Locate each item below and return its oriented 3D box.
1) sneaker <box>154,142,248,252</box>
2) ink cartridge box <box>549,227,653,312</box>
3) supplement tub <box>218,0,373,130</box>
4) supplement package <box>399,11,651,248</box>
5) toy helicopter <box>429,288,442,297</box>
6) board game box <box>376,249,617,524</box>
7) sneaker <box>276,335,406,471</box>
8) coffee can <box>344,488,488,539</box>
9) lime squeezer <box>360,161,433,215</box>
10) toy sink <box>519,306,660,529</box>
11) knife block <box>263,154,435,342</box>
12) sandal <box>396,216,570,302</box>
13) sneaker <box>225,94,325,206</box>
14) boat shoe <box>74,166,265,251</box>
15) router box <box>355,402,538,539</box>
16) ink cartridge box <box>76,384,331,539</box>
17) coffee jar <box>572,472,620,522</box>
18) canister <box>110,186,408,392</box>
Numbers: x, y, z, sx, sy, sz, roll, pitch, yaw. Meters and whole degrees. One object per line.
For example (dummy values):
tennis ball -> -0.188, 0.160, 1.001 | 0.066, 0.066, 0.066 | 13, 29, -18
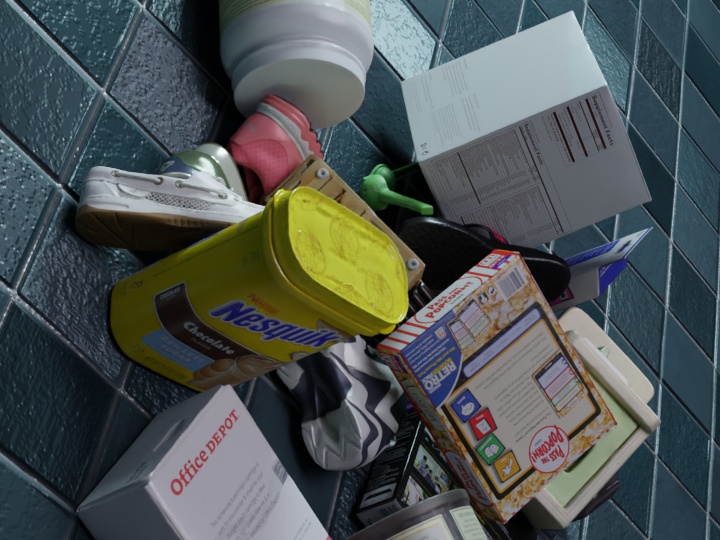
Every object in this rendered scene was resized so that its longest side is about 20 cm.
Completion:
sneaker -> -0.118, -0.012, 1.505 | 0.090, 0.067, 0.200 | -23, 84, -57
ink cartridge box -> 0.214, 0.013, 1.842 | 0.037, 0.200, 0.095 | 61, 34, -7
supplement tub -> -0.062, -0.248, 1.657 | 0.145, 0.145, 0.200 | 28, 49, -44
supplement package -> 0.165, -0.134, 1.794 | 0.191, 0.200, 0.147 | -98, 164, -59
toy helicopter -> 0.084, 0.024, 1.787 | 0.132, 0.079, 0.200 | 48, 25, -12
board game box -> 0.127, 0.106, 1.594 | 0.151, 0.046, 0.200 | -37, 109, -19
sneaker -> -0.014, 0.081, 1.589 | 0.130, 0.079, 0.199 | 4, 60, -62
coffee can -> 0.067, 0.305, 1.463 | 0.146, 0.146, 0.200 | -3, 62, -56
lime squeezer -> 0.035, -0.089, 1.773 | 0.200, 0.071, 0.038 | -84, 157, -74
toy sink -> 0.206, 0.139, 1.721 | 0.200, 0.112, 0.130 | -44, 94, -16
knife block -> 0.000, 0.000, 1.628 | 0.200, 0.064, 0.176 | 45, -10, 6
sandal -> 0.116, -0.013, 1.730 | 0.200, 0.075, 0.045 | 15, 35, -28
sneaker -> -0.065, -0.067, 1.630 | 0.087, 0.074, 0.200 | -41, 124, -16
boat shoe -> -0.130, -0.051, 1.431 | 0.200, 0.071, 0.069 | 10, 57, -13
router box -> 0.086, 0.241, 1.651 | 0.200, 0.051, 0.149 | 52, 33, -21
ink cartridge box -> -0.108, 0.212, 1.359 | 0.200, 0.083, 0.147 | 58, 34, -14
coffee jar -> 0.197, 0.164, 1.829 | 0.104, 0.085, 0.200 | -16, 83, -61
canister -> -0.084, 0.023, 1.404 | 0.148, 0.200, 0.087 | 30, 47, -43
